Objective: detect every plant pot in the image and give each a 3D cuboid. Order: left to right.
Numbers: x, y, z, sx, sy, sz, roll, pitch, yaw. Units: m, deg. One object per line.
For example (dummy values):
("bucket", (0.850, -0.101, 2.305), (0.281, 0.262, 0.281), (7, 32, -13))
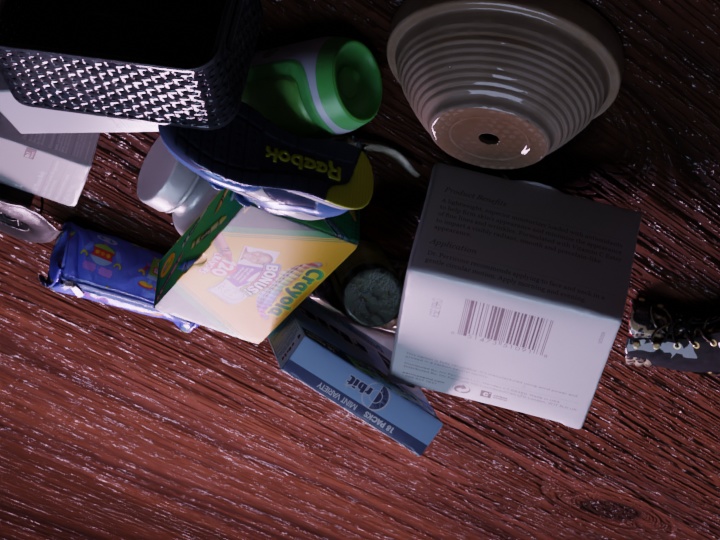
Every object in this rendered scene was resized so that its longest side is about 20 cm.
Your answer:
("plant pot", (0.114, -0.147, 1.321), (0.199, 0.093, 0.201), (10, 157, 4))

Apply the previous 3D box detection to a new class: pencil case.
("pencil case", (-0.268, 0.011, 1.859), (0.199, 0.087, 0.078), (19, 133, -17))

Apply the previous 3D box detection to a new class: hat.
("hat", (-0.392, -0.097, 1.677), (0.199, 0.081, 0.201), (16, 170, 3))

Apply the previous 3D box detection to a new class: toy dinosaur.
("toy dinosaur", (-0.031, -0.122, 1.499), (0.198, 0.048, 0.088), (13, 177, -7))

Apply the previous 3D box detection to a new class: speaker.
("speaker", (-0.080, -0.152, 1.413), (0.199, 0.089, 0.088), (-6, 150, 36))

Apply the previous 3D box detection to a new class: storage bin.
("storage bin", (-0.190, -0.203, 1.289), (0.198, 0.136, 0.094), (8, 156, 10))

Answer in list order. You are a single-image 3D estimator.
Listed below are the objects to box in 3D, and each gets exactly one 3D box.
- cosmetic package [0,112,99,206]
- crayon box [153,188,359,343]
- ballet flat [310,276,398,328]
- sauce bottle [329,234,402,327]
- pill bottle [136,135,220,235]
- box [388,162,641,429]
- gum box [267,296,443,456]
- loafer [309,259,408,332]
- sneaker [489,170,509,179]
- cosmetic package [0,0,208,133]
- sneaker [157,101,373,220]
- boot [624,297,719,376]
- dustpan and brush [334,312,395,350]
("cosmetic package", (-0.358, -0.146, 1.560), (0.199, 0.091, 0.107), (15, 156, -14))
("crayon box", (-0.100, -0.015, 1.509), (0.118, 0.059, 0.200), (20, 140, -24))
("ballet flat", (-0.039, 0.020, 1.730), (0.199, 0.057, 0.066), (26, -158, 29))
("sauce bottle", (0.000, 0.000, 1.626), (0.064, 0.065, 0.200), (18, -166, -12))
("pill bottle", (-0.117, -0.065, 1.588), (0.199, 0.111, 0.110), (27, 152, -29))
("box", (0.141, 0.026, 1.496), (0.197, 0.131, 0.201), (14, 146, 5))
("gum box", (-0.015, 0.093, 1.610), (0.169, 0.045, 0.200), (34, -172, -18))
("loafer", (0.021, 0.026, 1.771), (0.199, 0.076, 0.068), (18, 170, 21))
("sneaker", (0.134, -0.026, 1.600), (0.089, 0.067, 0.200), (23, 151, -11))
("cosmetic package", (-0.219, -0.181, 1.398), (0.199, 0.102, 0.071), (1, 153, 23))
("sneaker", (-0.089, -0.089, 1.361), (0.199, 0.074, 0.082), (21, 159, -27))
("boot", (0.358, 0.063, 1.689), (0.149, 0.074, 0.200), (8, 161, 10))
("dustpan and brush", (-0.034, 0.080, 1.798), (0.139, 0.058, 0.200), (21, -175, 27))
